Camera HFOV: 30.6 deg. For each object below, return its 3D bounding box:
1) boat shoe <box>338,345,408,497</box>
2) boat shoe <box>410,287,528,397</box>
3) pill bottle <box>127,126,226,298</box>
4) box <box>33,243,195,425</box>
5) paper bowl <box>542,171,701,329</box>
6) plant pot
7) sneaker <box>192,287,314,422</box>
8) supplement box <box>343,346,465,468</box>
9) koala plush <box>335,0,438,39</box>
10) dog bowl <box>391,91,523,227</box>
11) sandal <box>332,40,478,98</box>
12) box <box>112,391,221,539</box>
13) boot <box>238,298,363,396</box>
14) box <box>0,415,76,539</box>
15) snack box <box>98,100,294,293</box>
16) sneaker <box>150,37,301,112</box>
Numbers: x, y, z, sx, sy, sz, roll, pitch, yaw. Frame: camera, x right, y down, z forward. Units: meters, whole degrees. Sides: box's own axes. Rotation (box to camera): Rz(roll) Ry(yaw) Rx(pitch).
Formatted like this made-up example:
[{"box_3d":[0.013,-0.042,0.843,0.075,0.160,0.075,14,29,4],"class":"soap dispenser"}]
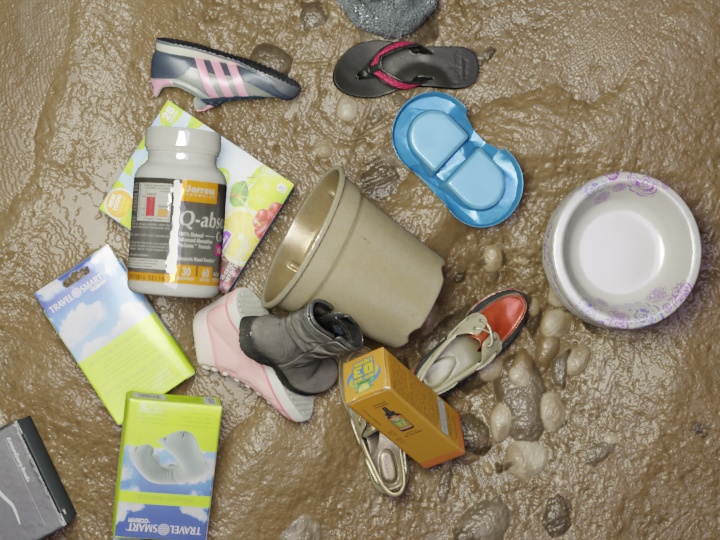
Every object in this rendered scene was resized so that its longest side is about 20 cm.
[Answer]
[{"box_3d":[0.021,0.195,1.713,0.071,0.065,0.203,-14,89,-5],"class":"boat shoe"},{"box_3d":[0.145,0.097,1.728,0.199,0.063,0.071,-39,89,-6],"class":"boat shoe"},{"box_3d":[-0.223,-0.070,1.612,0.114,0.116,0.203,4,91,-4],"class":"pill bottle"},{"box_3d":[-0.316,0.082,1.699,0.121,0.048,0.201,-34,92,-5],"class":"box"},{"box_3d":[0.337,-0.024,1.726,0.197,0.104,0.204,0,89,-4],"class":"paper bowl"},{"box_3d":[0.000,0.000,1.668,0.182,0.200,0.202,29,86,-14],"class":"plant pot"},{"box_3d":[-0.144,0.119,1.706,0.104,0.076,0.202,-20,114,29],"class":"sneaker"},{"box_3d":[0.057,0.175,1.653,0.066,0.200,0.070,-23,51,22],"class":"supplement box"},{"box_3d":[0.036,-0.400,1.667,0.175,0.200,0.186,-17,90,-5],"class":"koala plush"},{"box_3d":[0.125,-0.145,1.741,0.200,0.050,0.112,45,86,-2],"class":"dog bowl"},{"box_3d":[0.061,-0.271,1.742,0.197,0.045,0.076,-4,89,-5],"class":"sandal"},{"box_3d":[-0.247,0.260,1.668,0.120,0.048,0.203,6,97,-13],"class":"box"},{"box_3d":[-0.049,0.100,1.635,0.130,0.199,0.071,-12,66,28],"class":"boot"},{"box_3d":[-0.479,0.293,1.651,0.198,0.104,0.150,-25,90,-5],"class":"box"},{"box_3d":[-0.210,-0.093,1.704,0.199,0.068,0.170,32,87,-1],"class":"snack box"},{"box_3d":[-0.179,-0.241,1.720,0.197,0.070,0.083,16,104,-1],"class":"sneaker"}]
